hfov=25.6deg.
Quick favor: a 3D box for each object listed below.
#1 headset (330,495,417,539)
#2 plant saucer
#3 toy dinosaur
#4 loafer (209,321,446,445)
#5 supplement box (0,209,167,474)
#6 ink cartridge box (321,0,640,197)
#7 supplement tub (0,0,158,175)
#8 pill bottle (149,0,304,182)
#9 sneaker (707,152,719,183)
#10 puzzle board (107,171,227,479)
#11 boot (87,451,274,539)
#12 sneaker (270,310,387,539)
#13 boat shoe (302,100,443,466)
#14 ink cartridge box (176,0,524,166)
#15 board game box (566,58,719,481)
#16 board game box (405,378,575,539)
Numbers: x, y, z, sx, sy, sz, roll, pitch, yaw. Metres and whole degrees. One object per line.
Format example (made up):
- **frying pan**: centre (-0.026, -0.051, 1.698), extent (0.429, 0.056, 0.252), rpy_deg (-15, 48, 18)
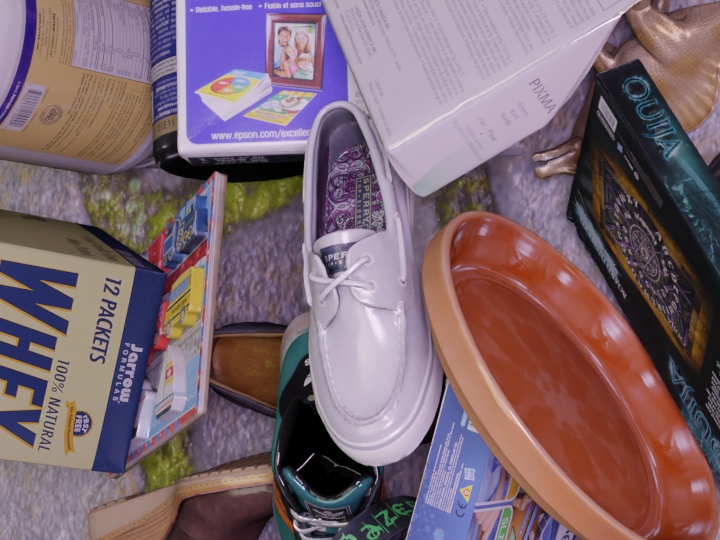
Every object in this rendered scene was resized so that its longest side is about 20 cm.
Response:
- **headset**: centre (-0.006, 0.212, 0.905), extent (0.094, 0.123, 0.200), rpy_deg (29, 126, 35)
- **plant saucer**: centre (0.100, 0.059, 0.775), extent (0.032, 0.200, 0.200), rpy_deg (-40, 62, 25)
- **toy dinosaur**: centre (0.163, -0.125, 0.850), extent (0.200, 0.058, 0.101), rpy_deg (-37, 78, 40)
- **loafer**: centre (-0.024, 0.068, 0.961), extent (0.200, 0.072, 0.073), rpy_deg (2, 85, 39)
- **supplement box**: centre (-0.257, 0.032, 1.035), extent (0.200, 0.200, 0.134), rpy_deg (-155, 77, -66)
- **ink cartridge box**: centre (0.082, -0.151, 0.818), extent (0.200, 0.050, 0.161), rpy_deg (-29, 50, 10)
- **supplement tub**: centre (-0.205, -0.140, 1.049), extent (0.145, 0.200, 0.146), rpy_deg (-5, 83, 39)
- **pill bottle**: centre (-0.078, -0.162, 1.004), extent (0.112, 0.112, 0.200), rpy_deg (-8, 81, 39)
- **sneaker**: centre (0.235, -0.062, 0.752), extent (0.200, 0.084, 0.077), rpy_deg (-27, 68, 36)
- **puzzle board**: centre (-0.129, 0.040, 1.011), extent (0.200, 0.017, 0.151), rpy_deg (142, 135, -61)
- **boot**: centre (-0.084, 0.210, 1.015), extent (0.200, 0.072, 0.166), rpy_deg (-22, 84, 35)
- **sneaker**: centre (-0.020, 0.125, 0.899), extent (0.071, 0.080, 0.200), rpy_deg (-2, 120, 4)
- **boat shoe**: centre (0.000, 0.000, 0.816), extent (0.072, 0.069, 0.200), rpy_deg (-10, 57, 21)
- **ink cartridge box**: centre (-0.007, -0.163, 0.924), extent (0.198, 0.043, 0.200), rpy_deg (-1, 83, 2)
- **board game box**: centre (0.165, 0.012, 0.785), extent (0.028, 0.135, 0.200), rpy_deg (-21, 65, -11)
- **board game box**: centre (0.067, 0.155, 0.835), extent (0.034, 0.135, 0.200), rpy_deg (18, 96, 32)
